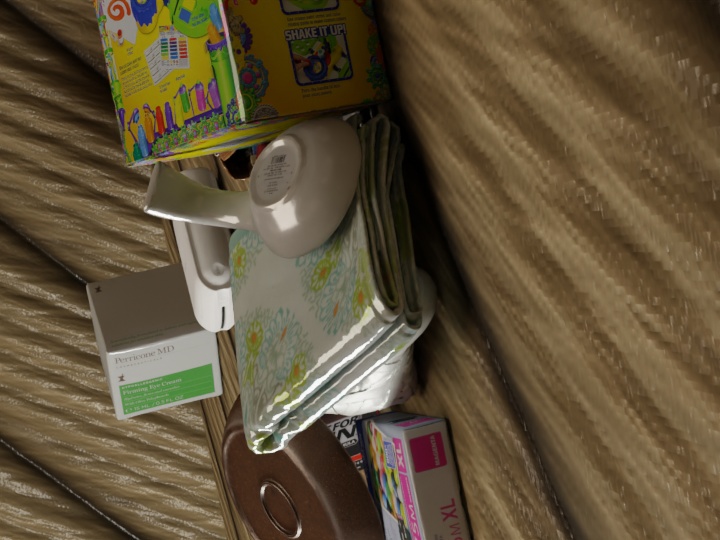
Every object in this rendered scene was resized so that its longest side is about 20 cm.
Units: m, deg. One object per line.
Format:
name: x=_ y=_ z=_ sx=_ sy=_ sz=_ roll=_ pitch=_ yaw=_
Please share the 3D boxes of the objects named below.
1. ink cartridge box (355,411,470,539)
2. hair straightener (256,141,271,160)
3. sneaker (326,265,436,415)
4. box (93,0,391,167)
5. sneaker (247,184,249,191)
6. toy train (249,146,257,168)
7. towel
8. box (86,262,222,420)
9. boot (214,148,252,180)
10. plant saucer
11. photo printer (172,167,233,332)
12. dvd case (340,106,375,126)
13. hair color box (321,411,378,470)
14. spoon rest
ink cartridge box: x=0.037 y=0.172 z=1.120 sx=0.200 sy=0.042 sz=0.120 roll=165 pitch=94 yaw=-80
hair straightener: x=-0.049 y=-0.043 z=1.150 sx=0.041 sy=0.076 sz=0.202 roll=111 pitch=164 yaw=-62
sneaker: x=0.013 y=0.051 z=1.057 sx=0.200 sy=0.099 sz=0.075 roll=-41 pitch=40 yaw=53
box: x=-0.096 y=-0.190 z=1.040 sx=0.199 sy=0.121 sz=0.194 roll=-8 pitch=94 yaw=58
sneaker: x=-0.059 y=-0.048 z=1.303 sx=0.201 sy=0.066 sz=0.091 roll=-103 pitch=25 yaw=-48
toy train: x=-0.089 y=-0.126 z=1.359 sx=0.200 sy=0.034 sz=0.046 roll=-106 pitch=8 yaw=-70
towel: x=-0.031 y=0.008 z=1.001 sx=0.200 sy=0.048 sz=0.172 roll=-43 pitch=41 yaw=43
box: x=-0.363 y=0.121 z=2.569 sx=0.201 sy=0.197 sz=0.172 roll=-118 pitch=20 yaw=-47
boot: x=-0.149 y=-0.198 z=1.529 sx=0.200 sy=0.076 sz=0.156 roll=97 pitch=159 yaw=-65
plant saucer: x=-0.057 y=0.191 z=1.207 sx=0.200 sy=0.034 sz=0.201 roll=36 pitch=140 yaw=37
photo printer: x=-0.215 y=-0.020 z=2.039 sx=0.167 sy=0.069 sz=0.201 roll=106 pitch=150 yaw=-66
dvd case: x=-0.025 y=-0.156 z=1.138 sx=0.200 sy=0.016 sz=0.150 roll=-172 pitch=71 yaw=-77
hair color box: x=-0.043 y=0.090 z=1.243 sx=0.061 sy=0.101 sz=0.201 roll=47 pitch=149 yaw=50
spoon rest: x=-0.068 y=-0.055 z=1.007 sx=0.199 sy=0.060 sz=0.100 roll=0 pitch=71 yaw=46
